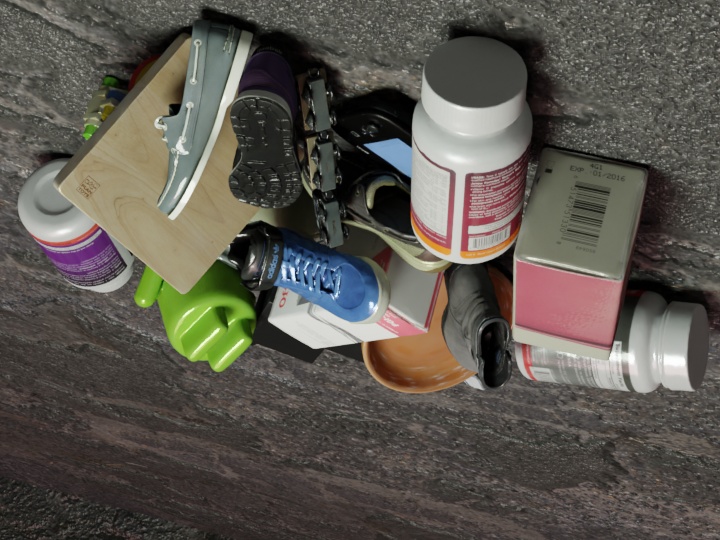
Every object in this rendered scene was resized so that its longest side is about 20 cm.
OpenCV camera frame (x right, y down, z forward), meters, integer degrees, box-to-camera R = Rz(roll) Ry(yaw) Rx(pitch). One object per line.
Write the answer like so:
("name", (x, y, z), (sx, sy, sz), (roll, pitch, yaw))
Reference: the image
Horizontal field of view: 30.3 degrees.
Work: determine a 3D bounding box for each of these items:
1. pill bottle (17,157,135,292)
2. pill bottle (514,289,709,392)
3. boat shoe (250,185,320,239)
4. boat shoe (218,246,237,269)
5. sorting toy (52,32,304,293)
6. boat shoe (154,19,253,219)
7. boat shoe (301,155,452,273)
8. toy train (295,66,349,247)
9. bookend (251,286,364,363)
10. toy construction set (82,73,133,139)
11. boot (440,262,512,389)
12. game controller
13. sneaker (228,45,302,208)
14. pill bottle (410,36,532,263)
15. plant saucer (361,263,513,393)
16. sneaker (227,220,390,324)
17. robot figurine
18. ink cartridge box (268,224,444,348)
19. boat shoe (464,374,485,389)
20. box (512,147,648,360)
("pill bottle", (-0.354, -0.050, 1.705), (0.111, 0.113, 0.200), (12, 155, 14))
("pill bottle", (0.285, 0.077, 1.506), (0.198, 0.115, 0.114), (4, 153, 29))
("boat shoe", (-0.111, -0.070, 1.545), (0.197, 0.075, 0.066), (0, 180, 19))
("boat shoe", (-0.193, -0.050, 1.636), (0.198, 0.071, 0.072), (21, 157, -5))
("sorting toy", (-0.191, -0.114, 1.369), (0.070, 0.199, 0.200), (37, 174, 48))
("boat shoe", (-0.165, -0.147, 1.289), (0.061, 0.201, 0.073), (20, -161, -11))
("boat shoe", (0.020, -0.076, 1.387), (0.199, 0.073, 0.065), (32, 155, 21))
("toy train", (-0.038, -0.115, 1.335), (0.034, 0.046, 0.201), (-16, 126, -13))
("bookend", (-0.033, 0.062, 1.737), (0.198, 0.093, 0.199), (20, 158, -7))
("toy construction set", (-0.226, -0.138, 1.458), (0.130, 0.093, 0.200), (-1, 139, 37))
("boot", (0.135, 0.086, 1.507), (0.069, 0.132, 0.201), (-17, 138, 1))
("game controller", (0.062, -0.110, 1.353), (0.199, 0.042, 0.104), (33, 153, -28))
("sneaker", (-0.087, -0.140, 1.319), (0.075, 0.088, 0.201), (9, 150, -1))
("pill bottle", (0.100, -0.108, 1.215), (0.109, 0.110, 0.201), (13, 143, 11))
("plant saucer", (0.092, 0.062, 1.592), (0.198, 0.038, 0.201), (-12, 131, -14))
("sneaker", (-0.064, 0.002, 1.399), (0.111, 0.077, 0.199), (5, -161, -41))
("robot figurine", (-0.200, 0.032, 1.695), (0.175, 0.201, 0.116), (26, 119, -41))
("ink cartridge box", (0.000, 0.000, 1.507), (0.084, 0.147, 0.199), (31, 153, -31))
("boat shoe", (0.126, 0.109, 1.749), (0.061, 0.073, 0.200), (7, 157, 19))
("box", (0.218, -0.012, 1.342), (0.108, 0.129, 0.200), (12, 157, 12))
